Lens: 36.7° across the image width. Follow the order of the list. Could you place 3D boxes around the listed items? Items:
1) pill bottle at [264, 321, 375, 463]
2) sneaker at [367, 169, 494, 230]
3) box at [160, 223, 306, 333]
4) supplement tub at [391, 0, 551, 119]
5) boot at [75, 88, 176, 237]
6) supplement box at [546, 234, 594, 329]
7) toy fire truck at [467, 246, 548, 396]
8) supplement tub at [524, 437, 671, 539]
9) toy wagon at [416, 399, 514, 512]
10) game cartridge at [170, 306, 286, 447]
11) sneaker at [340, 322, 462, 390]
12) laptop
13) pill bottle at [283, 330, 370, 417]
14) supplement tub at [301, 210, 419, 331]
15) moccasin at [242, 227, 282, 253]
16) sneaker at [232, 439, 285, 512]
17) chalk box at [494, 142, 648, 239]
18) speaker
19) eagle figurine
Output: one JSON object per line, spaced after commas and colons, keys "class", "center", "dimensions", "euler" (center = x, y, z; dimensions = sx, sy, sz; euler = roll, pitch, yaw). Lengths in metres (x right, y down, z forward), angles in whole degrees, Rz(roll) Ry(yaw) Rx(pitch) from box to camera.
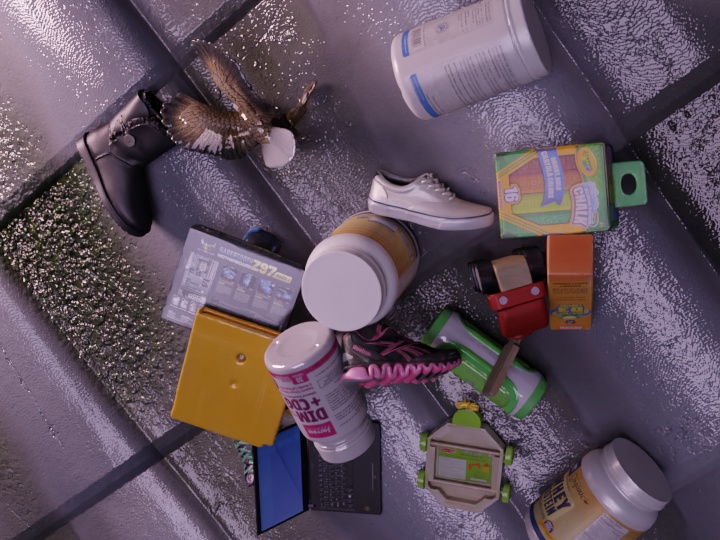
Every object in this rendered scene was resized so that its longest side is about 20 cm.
{"class": "pill bottle", "center": [-0.056, 0.187, 1.643], "dimensions": [0.113, 0.114, 0.201], "euler": [-14, 119, 21]}
{"class": "sneaker", "center": [0.106, -0.109, 1.646], "dimensions": [0.199, 0.073, 0.071], "euler": [10, 114, 14]}
{"class": "box", "center": [-0.199, 0.034, 1.725], "dimensions": [0.199, 0.051, 0.158], "euler": [20, 102, 0]}
{"class": "supplement tub", "center": [0.156, -0.304, 1.535], "dimensions": [0.199, 0.132, 0.132], "euler": [-16, 102, 21]}
{"class": "boot", "center": [-0.355, -0.174, 1.765], "dimensions": [0.168, 0.076, 0.201], "euler": [-28, 92, 27]}
{"class": "supplement box", "center": [0.304, 0.020, 1.564], "dimensions": [0.066, 0.200, 0.069], "euler": [-1, 66, 12]}
{"class": "toy fire truck", "center": [0.218, 0.077, 1.592], "dimensions": [0.128, 0.176, 0.201], "euler": [-16, 91, 1]}
{"class": "supplement tub", "center": [0.368, 0.369, 1.685], "dimensions": [0.144, 0.144, 0.200], "euler": [41, 114, 1]}
{"class": "toy wagon", "center": [0.174, 0.300, 1.780], "dimensions": [0.154, 0.040, 0.201], "euler": [7, 109, 15]}
{"class": "game cartridge", "center": [-0.197, 0.173, 1.722], "dimensions": [0.176, 0.032, 0.201], "euler": [19, 115, 1]}
{"class": "sneaker", "center": [0.059, 0.120, 1.612], "dimensions": [0.079, 0.199, 0.096], "euler": [-46, 51, 56]}
{"class": "laptop", "center": [-0.070, 0.350, 1.826], "dimensions": [0.199, 0.103, 0.178], "euler": [2, 109, 9]}
{"class": "pill bottle", "center": [-0.088, 0.175, 1.779], "dimensions": [0.199, 0.112, 0.113], "euler": [-21, 101, 22]}
{"class": "supplement tub", "center": [0.000, 0.000, 1.645], "dimensions": [0.144, 0.200, 0.145], "euler": [5, 109, 15]}
{"class": "moccasin", "center": [-0.181, 0.031, 1.779], "dimensions": [0.068, 0.081, 0.201], "euler": [20, 113, 5]}
{"class": "sneaker", "center": [-0.181, 0.315, 1.861], "dimensions": [0.074, 0.088, 0.200], "euler": [-33, 96, 41]}
{"class": "chalk box", "center": [0.303, -0.114, 1.543], "dimensions": [0.199, 0.124, 0.125], "euler": [-5, 92, 20]}
{"class": "speaker", "center": [0.191, 0.145, 1.698], "dimensions": [0.200, 0.088, 0.089], "euler": [36, 114, 3]}
{"class": "eagle figurine", "center": [-0.187, -0.243, 1.654], "dimensions": [0.151, 0.199, 0.152], "euler": [-7, 70, 57]}
